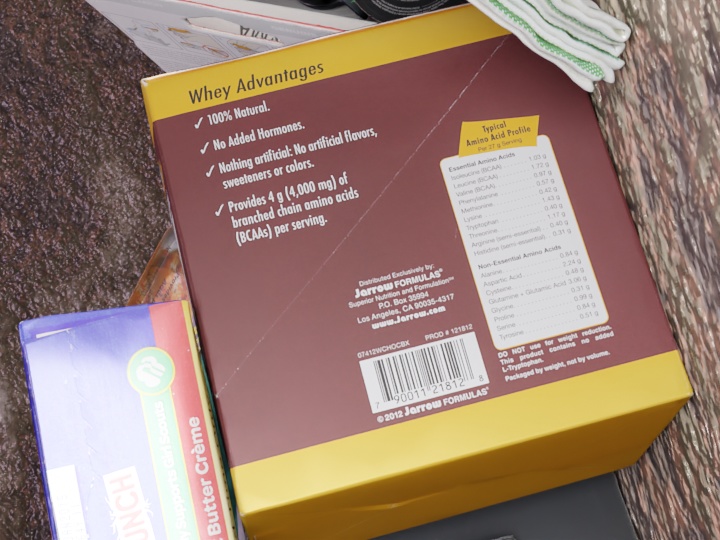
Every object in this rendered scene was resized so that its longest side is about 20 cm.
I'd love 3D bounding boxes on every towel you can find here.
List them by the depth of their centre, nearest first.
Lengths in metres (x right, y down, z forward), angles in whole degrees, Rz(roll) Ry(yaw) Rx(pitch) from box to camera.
[{"bbox_3d":[0.030,-0.164,0.568,0.148,0.031,0.201,31,-157,-30],"label":"towel"}]

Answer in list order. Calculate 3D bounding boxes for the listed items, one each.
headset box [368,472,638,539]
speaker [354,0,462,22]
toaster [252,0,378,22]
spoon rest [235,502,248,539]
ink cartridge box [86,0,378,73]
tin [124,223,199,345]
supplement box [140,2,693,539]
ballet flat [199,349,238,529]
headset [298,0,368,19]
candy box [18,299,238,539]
[{"bbox_3d":[0.067,0.198,0.771,0.201,0.172,0.094,84,170,-62],"label":"headset box"},{"bbox_3d":[0.008,-0.226,0.784,0.201,0.080,0.082,-108,6,-47],"label":"speaker"},{"bbox_3d":[-0.026,-0.155,0.968,0.201,0.127,0.115,-90,-9,-52],"label":"toaster"},{"bbox_3d":[-0.047,0.205,0.734,0.100,0.060,0.202,-111,8,-47],"label":"spoon rest"},{"bbox_3d":[-0.040,-0.126,0.748,0.173,0.198,0.044,40,-113,-64],"label":"ink cartridge box"},{"bbox_3d":[-0.117,0.051,0.935,0.112,0.042,0.201,47,114,35],"label":"tin"},{"bbox_3d":[0.018,0.006,0.633,0.133,0.194,0.203,90,165,-69],"label":"supplement box"},{"bbox_3d":[-0.057,0.138,0.838,0.067,0.069,0.203,40,-141,-67],"label":"ballet flat"},{"bbox_3d":[-0.058,-0.216,0.886,0.123,0.094,0.200,35,-168,-34],"label":"headset"},{"bbox_3d":[-0.096,0.117,0.616,0.200,0.076,0.172,114,145,-77],"label":"candy box"}]
